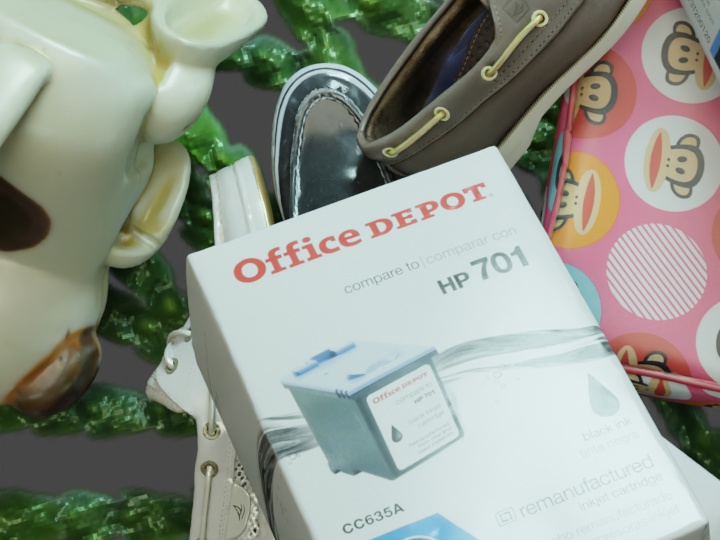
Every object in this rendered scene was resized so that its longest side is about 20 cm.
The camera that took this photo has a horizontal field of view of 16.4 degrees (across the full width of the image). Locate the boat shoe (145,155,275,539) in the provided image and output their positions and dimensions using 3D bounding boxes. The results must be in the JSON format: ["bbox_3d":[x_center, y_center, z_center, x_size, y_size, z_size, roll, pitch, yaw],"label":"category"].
[{"bbox_3d":[-0.064,0.049,1.130,0.069,0.071,0.202,-4,85,3],"label":"boat shoe"}]

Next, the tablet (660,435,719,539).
[{"bbox_3d":[0.058,0.143,1.067,0.130,0.014,0.201,37,88,9],"label":"tablet"}]

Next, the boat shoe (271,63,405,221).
[{"bbox_3d":[0.000,0.000,1.130,0.071,0.068,0.202,-10,83,4],"label":"boat shoe"}]

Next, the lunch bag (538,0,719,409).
[{"bbox_3d":[0.171,-0.038,1.112,0.175,0.082,0.202,11,84,6],"label":"lunch bag"}]

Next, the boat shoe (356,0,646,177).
[{"bbox_3d":[0.069,-0.114,1.079,0.059,0.072,0.200,16,129,-28],"label":"boat shoe"}]

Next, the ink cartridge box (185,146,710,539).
[{"bbox_3d":[0.031,0.067,1.006,0.145,0.086,0.201,-20,58,-11],"label":"ink cartridge box"}]

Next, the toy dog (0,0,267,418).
[{"bbox_3d":[-0.140,-0.032,1.098,0.139,0.194,0.201,19,119,-6],"label":"toy dog"}]

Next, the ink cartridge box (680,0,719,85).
[{"bbox_3d":[0.232,-0.138,1.076,0.198,0.044,0.199,-12,61,-17],"label":"ink cartridge box"}]
